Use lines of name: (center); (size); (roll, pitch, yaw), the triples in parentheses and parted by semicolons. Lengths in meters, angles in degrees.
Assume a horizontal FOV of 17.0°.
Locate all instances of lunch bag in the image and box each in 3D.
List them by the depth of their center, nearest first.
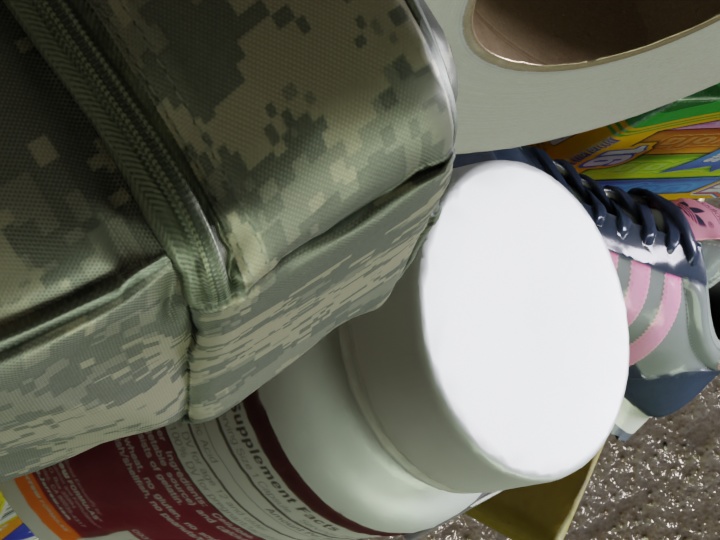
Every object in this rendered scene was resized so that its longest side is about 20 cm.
lunch bag: (-0.084, -0.023, 0.500); (0.168, 0.139, 0.200); (-34, 175, -11)

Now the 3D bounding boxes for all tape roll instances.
tape roll: (0.070, -0.094, 0.608); (0.203, 0.037, 0.203); (-18, 159, -7)

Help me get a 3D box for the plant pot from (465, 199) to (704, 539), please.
plant pot: (0.040, 0.011, 1.203); (0.194, 0.200, 0.196); (66, 48, -85)

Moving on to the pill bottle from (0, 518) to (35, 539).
pill bottle: (-0.141, 0.046, 0.970); (0.200, 0.112, 0.112); (-39, 174, 40)

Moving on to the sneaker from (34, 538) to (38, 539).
sneaker: (-0.145, 0.129, 1.235); (0.200, 0.077, 0.085); (1, -178, -33)

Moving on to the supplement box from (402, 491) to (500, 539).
supplement box: (0.000, 0.000, 0.929); (0.061, 0.200, 0.109); (-31, 175, -17)

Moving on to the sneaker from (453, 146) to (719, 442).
sneaker: (0.087, -0.012, 0.851); (0.082, 0.070, 0.200); (-31, 147, 9)

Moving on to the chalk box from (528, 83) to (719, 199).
chalk box: (0.142, -0.102, 0.913); (0.200, 0.125, 0.124); (-5, 166, -35)

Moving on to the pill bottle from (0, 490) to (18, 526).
pill bottle: (-0.194, 0.065, 0.808); (0.200, 0.111, 0.111); (-29, 173, -46)

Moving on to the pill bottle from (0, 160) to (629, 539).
pill bottle: (-0.022, 0.031, 0.768); (0.200, 0.114, 0.114); (-13, -169, 43)
